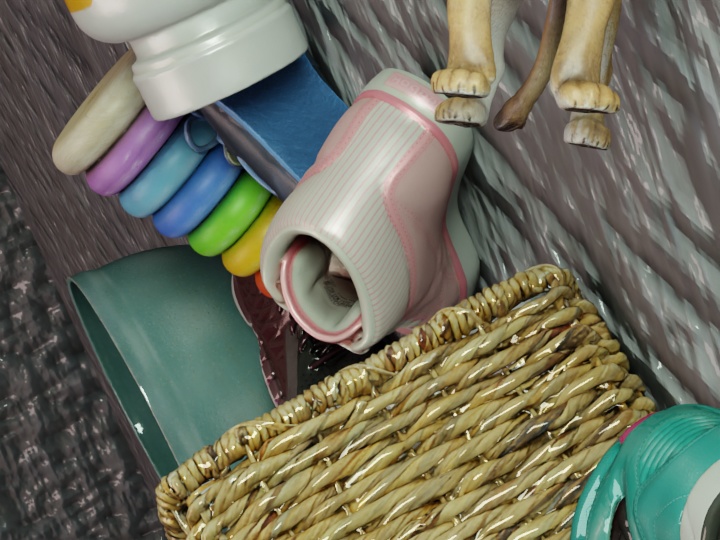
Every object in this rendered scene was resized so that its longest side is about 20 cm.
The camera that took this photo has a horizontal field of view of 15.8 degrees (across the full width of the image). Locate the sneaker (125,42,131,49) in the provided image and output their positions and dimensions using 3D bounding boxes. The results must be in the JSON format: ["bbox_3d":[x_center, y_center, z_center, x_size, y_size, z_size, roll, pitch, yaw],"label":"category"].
[{"bbox_3d":[-0.083,-0.102,1.430,0.200,0.075,0.116,62,167,6],"label":"sneaker"}]

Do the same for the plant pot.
[{"bbox_3d":[-0.086,0.064,1.680,0.201,0.134,0.200,59,169,19],"label":"plant pot"}]

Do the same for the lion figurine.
[{"bbox_3d":[0.056,-0.105,0.763,0.200,0.072,0.123,146,130,-86],"label":"lion figurine"}]

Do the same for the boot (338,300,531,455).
[{"bbox_3d":[0.040,0.068,1.200,0.074,0.095,0.200,61,169,6],"label":"boot"}]

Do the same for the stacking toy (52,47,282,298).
[{"bbox_3d":[-0.066,-0.030,1.390,0.200,0.085,0.085,40,173,-11],"label":"stacking toy"}]

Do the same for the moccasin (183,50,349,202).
[{"bbox_3d":[-0.052,-0.076,1.317,0.200,0.080,0.068,56,160,33],"label":"moccasin"}]

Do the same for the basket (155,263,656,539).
[{"bbox_3d":[0.035,0.116,1.065,0.149,0.200,0.143,56,170,17],"label":"basket"}]

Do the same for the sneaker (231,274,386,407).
[{"bbox_3d":[-0.038,0.012,1.500,0.200,0.075,0.116,51,162,48],"label":"sneaker"}]

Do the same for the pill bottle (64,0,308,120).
[{"bbox_3d":[-0.103,-0.178,1.227,0.201,0.113,0.113,64,169,-11],"label":"pill bottle"}]

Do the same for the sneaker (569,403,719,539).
[{"bbox_3d":[0.135,0.126,0.929,0.121,0.083,0.200,44,158,59],"label":"sneaker"}]

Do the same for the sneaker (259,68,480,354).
[{"bbox_3d":[0.000,0.000,1.166,0.075,0.105,0.200,29,157,14],"label":"sneaker"}]
